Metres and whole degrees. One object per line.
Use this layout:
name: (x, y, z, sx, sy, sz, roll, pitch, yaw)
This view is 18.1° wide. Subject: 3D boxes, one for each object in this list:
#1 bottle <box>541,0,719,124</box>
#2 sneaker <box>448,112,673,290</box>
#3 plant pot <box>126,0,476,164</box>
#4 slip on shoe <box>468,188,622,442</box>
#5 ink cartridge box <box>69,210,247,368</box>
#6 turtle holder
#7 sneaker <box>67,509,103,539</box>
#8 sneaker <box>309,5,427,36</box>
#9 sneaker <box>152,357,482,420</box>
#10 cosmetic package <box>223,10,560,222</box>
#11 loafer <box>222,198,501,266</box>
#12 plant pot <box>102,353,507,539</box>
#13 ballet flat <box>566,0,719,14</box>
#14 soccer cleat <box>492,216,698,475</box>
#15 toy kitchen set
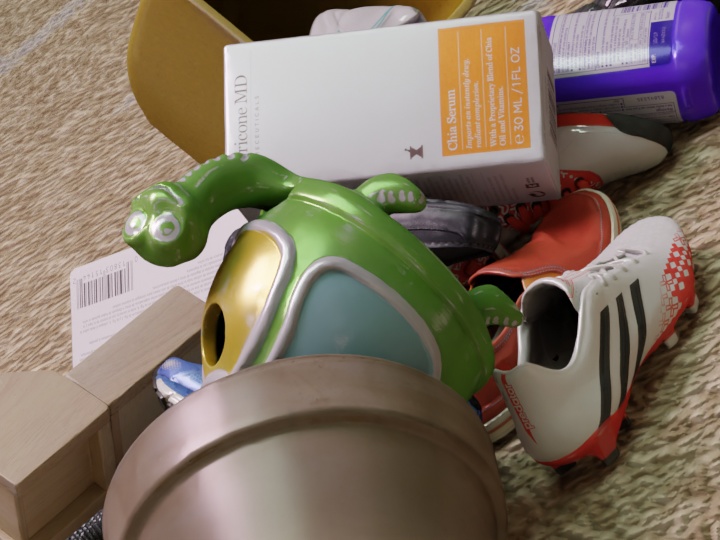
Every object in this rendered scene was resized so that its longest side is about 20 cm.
bottle: (0.135, -0.127, 1.468, 0.198, 0.066, 0.084, -6, 39, 18)
sneaker: (0.099, -0.038, 1.433, 0.200, 0.067, 0.109, -2, 74, 10)
plant pot: (-0.066, -0.167, 1.735, 0.194, 0.195, 0.200, -50, 0, -38)
slip on shoe: (0.096, 0.015, 1.327, 0.074, 0.061, 0.200, -13, 32, 45)
ink cartridge box: (-0.113, 0.061, 1.522, 0.199, 0.045, 0.178, -18, 66, 37)
turtle holder: (-0.021, 0.023, 1.146, 0.140, 0.186, 0.132, 13, 54, 47)
sneaker: (-0.175, 0.200, 1.344, 0.080, 0.075, 0.200, -26, 24, 23)
sneaker: (0.000, -0.108, 1.509, 0.080, 0.071, 0.201, -11, 47, 25)
sneaker: (-0.022, 0.079, 1.264, 0.199, 0.079, 0.090, 14, 63, 19)
cosmetic package: (0.019, -0.092, 1.394, 0.198, 0.071, 0.102, -6, 71, 11)
loafer: (0.000, 0.000, 1.379, 0.199, 0.068, 0.071, -10, 72, 35)
plant pot: (-0.016, 0.170, 1.060, 0.199, 0.200, 0.174, -30, 39, 14)
ballet flat: (0.198, -0.191, 1.565, 0.199, 0.066, 0.057, -28, 50, 25)
soccer cleat: (0.128, 0.023, 1.235, 0.068, 0.085, 0.200, -16, 30, 40)
toy kitchen set: (-0.215, 0.086, 1.417, 0.199, 0.164, 0.180, 31, 54, 27)
